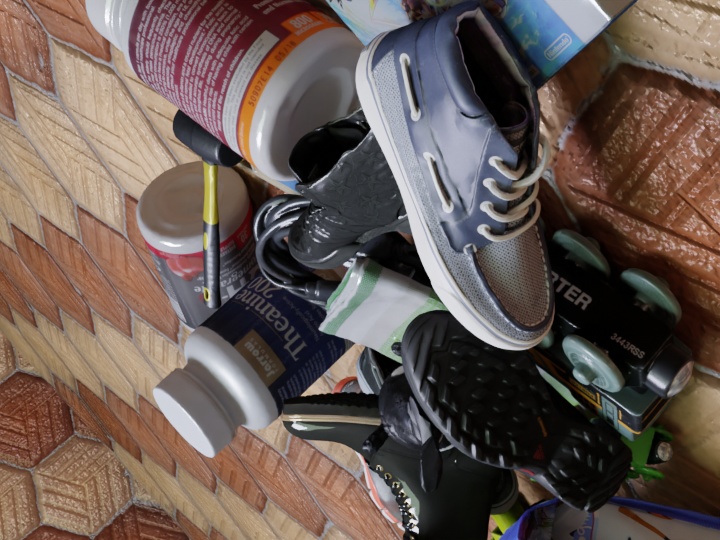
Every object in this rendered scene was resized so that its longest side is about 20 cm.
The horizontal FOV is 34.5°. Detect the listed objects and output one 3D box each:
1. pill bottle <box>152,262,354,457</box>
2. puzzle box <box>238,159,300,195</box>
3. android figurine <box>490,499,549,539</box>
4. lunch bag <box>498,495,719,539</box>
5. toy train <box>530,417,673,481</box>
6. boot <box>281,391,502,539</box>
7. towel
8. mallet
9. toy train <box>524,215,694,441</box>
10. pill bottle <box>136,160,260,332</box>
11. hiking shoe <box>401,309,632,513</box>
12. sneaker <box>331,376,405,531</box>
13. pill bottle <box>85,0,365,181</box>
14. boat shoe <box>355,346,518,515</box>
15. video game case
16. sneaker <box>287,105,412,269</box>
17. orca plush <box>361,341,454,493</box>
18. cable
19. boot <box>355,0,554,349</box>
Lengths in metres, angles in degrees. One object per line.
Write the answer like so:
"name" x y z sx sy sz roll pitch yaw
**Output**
"pill bottle" -0.091 0.073 1.068 0.111 0.200 0.111 38 156 21
"puzzle box" -0.062 -0.114 0.950 0.199 0.025 0.134 31 151 37
"android figurine" 0.197 0.300 1.110 0.181 0.041 0.201 1 126 60
"lunch bag" 0.189 0.242 0.845 0.198 0.125 0.171 17 150 2
"toy train" 0.165 0.136 0.892 0.056 0.042 0.200 25 162 -17
"boot" 0.026 0.180 0.984 0.197 0.140 0.077 6 -176 -2
"towel" 0.068 0.062 0.891 0.198 0.031 0.149 27 161 -3
"mallet" -0.138 -0.056 1.026 0.066 0.041 0.202 38 136 28
"toy train" 0.130 0.028 0.761 0.199 0.085 0.114 36 164 29
"pill bottle" -0.146 -0.003 1.164 0.110 0.111 0.201 33 153 33
"hiking shoe" 0.087 0.090 0.770 0.200 0.076 0.100 40 174 -28
"sneaker" 0.044 0.194 1.180 0.201 0.077 0.082 52 151 -9
"pill bottle" -0.097 -0.162 0.826 0.199 0.114 0.115 37 155 24
"boat shoe" 0.065 0.139 1.053 0.200 0.072 0.071 43 161 18
"video game case" 0.045 -0.174 0.640 0.182 0.045 0.200 50 157 0
"sneaker" -0.012 -0.060 0.778 0.104 0.061 0.199 30 151 -32
"orca plush" 0.037 0.118 0.825 0.105 0.071 0.200 48 -172 -9
"cable" 0.000 0.000 0.942 0.198 0.051 0.163 10 156 33
"boot" 0.070 -0.045 0.637 0.090 0.073 0.201 -7 116 59
